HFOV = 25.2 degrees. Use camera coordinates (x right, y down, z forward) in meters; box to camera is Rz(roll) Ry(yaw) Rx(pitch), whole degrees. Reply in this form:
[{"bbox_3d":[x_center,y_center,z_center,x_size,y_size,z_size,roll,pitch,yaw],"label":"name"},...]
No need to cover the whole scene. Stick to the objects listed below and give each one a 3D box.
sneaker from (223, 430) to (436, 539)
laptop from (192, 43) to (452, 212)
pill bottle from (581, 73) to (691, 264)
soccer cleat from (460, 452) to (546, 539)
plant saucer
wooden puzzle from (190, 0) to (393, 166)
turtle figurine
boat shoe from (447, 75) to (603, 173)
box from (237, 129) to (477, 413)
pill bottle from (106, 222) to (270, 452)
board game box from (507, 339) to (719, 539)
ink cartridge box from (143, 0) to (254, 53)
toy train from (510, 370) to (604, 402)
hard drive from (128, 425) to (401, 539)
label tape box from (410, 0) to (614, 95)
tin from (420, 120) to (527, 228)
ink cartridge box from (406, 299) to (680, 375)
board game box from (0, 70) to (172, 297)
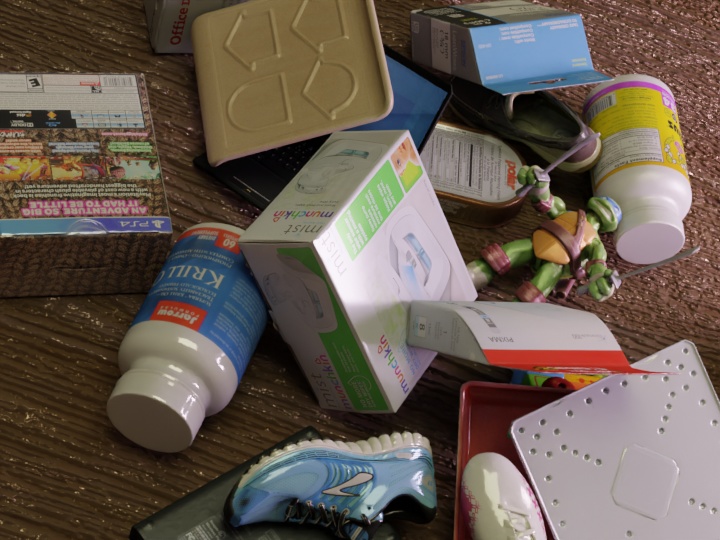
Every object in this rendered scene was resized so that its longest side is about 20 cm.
[{"bbox_3d":[-0.019,0.195,1.379,0.200,0.078,0.090,-6,60,-22],"label":"sneaker"},{"bbox_3d":[-0.038,-0.146,1.629,0.177,0.103,0.200,34,50,27],"label":"laptop"},{"bbox_3d":[0.299,-0.108,1.734,0.104,0.104,0.200,8,53,-13],"label":"pill bottle"},{"bbox_3d":[0.142,0.252,1.379,0.070,0.086,0.200,-14,85,-17],"label":"soccer cleat"},{"bbox_3d":[0.176,0.208,1.459,0.200,0.037,0.200,6,80,-15],"label":"plant saucer"},{"bbox_3d":[-0.070,-0.202,1.639,0.200,0.046,0.186,-17,59,10],"label":"wooden puzzle"},{"bbox_3d":[0.187,-0.028,1.593,0.194,0.200,0.144,-37,104,-11],"label":"turtle figurine"},{"bbox_3d":[0.173,-0.175,1.733,0.201,0.066,0.072,33,74,30],"label":"boat shoe"},{"bbox_3d":[0.000,0.000,1.492,0.097,0.200,0.177,1,37,37],"label":"box"},{"bbox_3d":[-0.151,0.062,1.453,0.112,0.112,0.200,23,50,-1],"label":"pill bottle"},{"bbox_3d":[0.252,0.191,1.449,0.200,0.026,0.200,-23,89,-18],"label":"board game box"},{"bbox_3d":[-0.122,-0.310,1.719,0.200,0.146,0.083,-2,54,-20],"label":"ink cartridge box"},{"bbox_3d":[0.240,0.123,1.567,0.200,0.085,0.116,8,38,-15],"label":"toy train"},{"bbox_3d":[-0.080,0.234,1.399,0.200,0.033,0.140,-27,66,-32],"label":"hard drive"},{"bbox_3d":[0.163,-0.247,1.753,0.144,0.063,0.200,-11,21,-25],"label":"label tape box"},{"bbox_3d":[0.084,-0.108,1.708,0.200,0.042,0.112,12,56,-9],"label":"tin"},{"bbox_3d":[0.160,0.059,1.424,0.160,0.200,0.047,3,93,-32],"label":"ink cartridge box"},{"bbox_3d":[-0.277,-0.084,1.530,0.159,0.097,0.200,-1,55,-19],"label":"board game box"}]
